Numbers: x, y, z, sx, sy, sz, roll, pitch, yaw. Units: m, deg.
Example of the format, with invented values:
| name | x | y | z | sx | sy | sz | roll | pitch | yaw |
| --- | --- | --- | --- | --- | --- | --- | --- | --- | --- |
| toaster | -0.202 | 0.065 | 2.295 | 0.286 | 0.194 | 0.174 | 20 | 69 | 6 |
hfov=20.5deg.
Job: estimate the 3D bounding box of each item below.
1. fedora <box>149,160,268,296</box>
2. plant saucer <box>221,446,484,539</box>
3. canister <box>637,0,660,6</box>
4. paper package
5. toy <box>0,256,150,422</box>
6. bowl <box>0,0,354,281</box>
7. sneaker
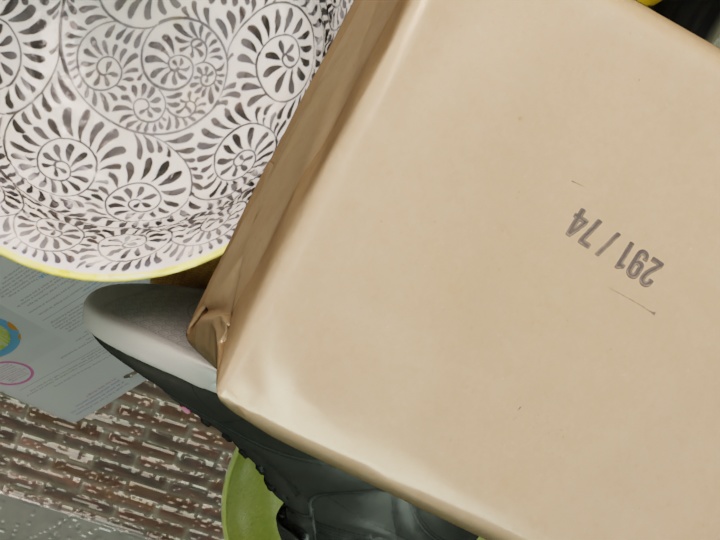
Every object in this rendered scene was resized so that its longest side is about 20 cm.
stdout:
| name | x | y | z | sx | sy | sz | roll | pitch | yaw |
| --- | --- | --- | --- | --- | --- | --- | --- | --- | --- |
| fedora | 0.000 | 0.000 | 0.900 | 0.198 | 0.082 | 0.202 | 4 | 138 | 4 |
| plant saucer | 0.034 | 0.122 | 0.906 | 0.198 | 0.031 | 0.202 | 8 | 121 | 14 |
| canister | 0.158 | -0.198 | 0.685 | 0.199 | 0.149 | 0.087 | -32 | 119 | 25 |
| paper package | 0.066 | -0.002 | 0.714 | 0.199 | 0.103 | 0.192 | 27 | 92 | -15 |
| toy | -0.164 | -0.001 | 0.923 | 0.115 | 0.048 | 0.199 | -27 | 143 | 28 |
| bowl | -0.088 | -0.094 | 0.804 | 0.199 | 0.094 | 0.203 | 0 | 86 | 6 |
| sneaker | -0.035 | 0.079 | 0.841 | 0.198 | 0.071 | 0.100 | 22 | 116 | 5 |
